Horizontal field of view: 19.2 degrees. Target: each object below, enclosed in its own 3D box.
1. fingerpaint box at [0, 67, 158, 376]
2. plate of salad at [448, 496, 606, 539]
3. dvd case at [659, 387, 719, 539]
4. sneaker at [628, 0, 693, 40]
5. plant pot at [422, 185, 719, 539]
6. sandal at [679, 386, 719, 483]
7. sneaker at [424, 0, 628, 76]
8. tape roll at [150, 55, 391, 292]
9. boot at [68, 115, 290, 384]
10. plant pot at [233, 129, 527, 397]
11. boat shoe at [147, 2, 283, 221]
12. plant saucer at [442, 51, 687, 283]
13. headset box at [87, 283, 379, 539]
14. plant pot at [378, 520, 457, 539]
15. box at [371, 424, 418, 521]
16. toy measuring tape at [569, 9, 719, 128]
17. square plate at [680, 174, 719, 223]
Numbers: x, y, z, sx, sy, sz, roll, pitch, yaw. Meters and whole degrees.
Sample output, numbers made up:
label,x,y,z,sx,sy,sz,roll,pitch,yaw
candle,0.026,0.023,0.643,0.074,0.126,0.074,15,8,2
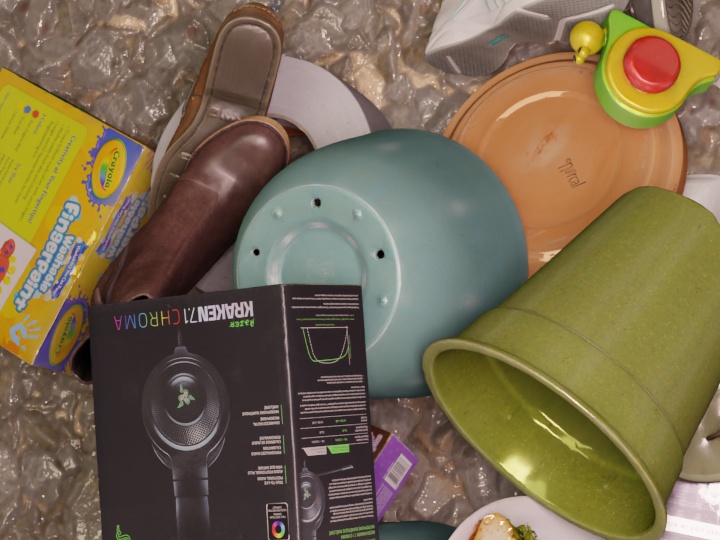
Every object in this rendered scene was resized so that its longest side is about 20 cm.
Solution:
label,x,y,z,sx,sy,sz,roll,pitch,yaw
fingerpaint box,-0.267,-0.040,1.768,0.166,0.073,0.201,28,91,26
plate of salad,0.131,0.255,1.478,0.048,0.199,0.202,-25,67,52
dvd case,0.266,0.104,1.523,0.147,0.016,0.202,10,82,10
sneaker,0.185,-0.246,1.625,0.106,0.075,0.202,-21,64,24
plant pot,0.176,0.050,1.451,0.199,0.201,0.190,30,66,25
sandal,0.299,0.094,1.479,0.199,0.057,0.080,-15,78,13
sneaker,0.123,-0.210,1.610,0.199,0.070,0.081,-13,63,48
tape roll,-0.067,-0.066,1.692,0.199,0.066,0.202,-5,77,21
boot,-0.130,-0.013,1.560,0.072,0.167,0.200,39,114,-11
plant pot,0.000,0.000,1.521,0.199,0.161,0.202,2,94,23
boat shoe,-0.106,-0.111,1.648,0.072,0.068,0.201,24,109,-9
plant saucer,0.145,-0.077,1.597,0.199,0.032,0.202,-9,63,18
headset box,-0.085,0.116,1.409,0.173,0.092,0.202,-6,86,35
plant pot,0.011,0.274,1.535,0.199,0.161,0.202,-5,76,22
box,-0.065,0.186,1.492,0.136,0.039,0.201,17,68,48
toy measuring tape,0.238,-0.122,1.544,0.199,0.074,0.074,27,90,-1
square plate,0.169,0.023,1.593,0.198,0.028,0.200,1,80,23
